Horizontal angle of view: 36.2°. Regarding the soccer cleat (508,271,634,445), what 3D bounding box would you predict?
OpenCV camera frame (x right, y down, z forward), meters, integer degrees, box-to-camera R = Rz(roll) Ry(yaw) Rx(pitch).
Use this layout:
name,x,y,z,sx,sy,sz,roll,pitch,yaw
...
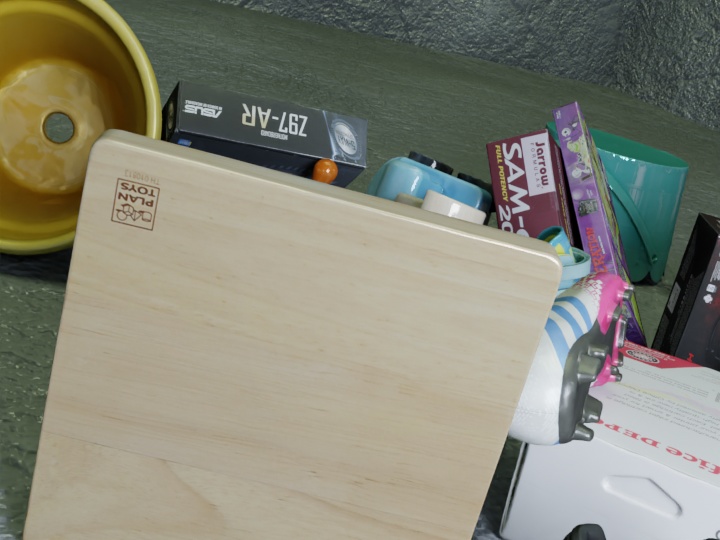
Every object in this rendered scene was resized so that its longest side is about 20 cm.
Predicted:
name,x,y,z,sx,sy,sz,roll,pitch,yaw
soccer cleat,0.102,0.039,0.618,0.085,0.071,0.200,9,13,19

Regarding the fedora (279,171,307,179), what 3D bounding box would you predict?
name,x,y,z,sx,sy,sz,roll,pitch,yaw
fedora,-0.065,0.039,0.618,0.177,0.199,0.091,42,40,-21

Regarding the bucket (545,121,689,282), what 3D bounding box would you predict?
name,x,y,z,sx,sy,sz,roll,pitch,yaw
bucket,0.284,-0.086,1.309,0.204,0.137,0.208,13,16,-4

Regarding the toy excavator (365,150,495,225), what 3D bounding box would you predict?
name,x,y,z,sx,sy,sz,roll,pitch,yaw
toy excavator,0.058,-0.050,0.993,0.193,0.101,0.199,26,7,36

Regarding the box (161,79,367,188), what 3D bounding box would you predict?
name,x,y,z,sx,sy,sz,roll,pitch,yaw
box,-0.103,-0.085,0.933,0.158,0.044,0.200,9,-20,-23

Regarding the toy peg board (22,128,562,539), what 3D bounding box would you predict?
name,x,y,z,sx,sy,sz,roll,pitch,yaw
toy peg board,-0.035,0.045,0.516,0.197,0.202,0.098,14,20,-5

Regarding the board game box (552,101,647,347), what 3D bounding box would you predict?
name,x,y,z,sx,sy,sz,roll,pitch,yaw
board game box,0.217,-0.038,0.997,0.032,0.203,0.120,-14,-31,14

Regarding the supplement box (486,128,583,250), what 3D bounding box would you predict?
name,x,y,z,sx,sy,sz,roll,pitch,yaw
supplement box,0.176,-0.048,1.029,0.060,0.111,0.200,-12,-14,19

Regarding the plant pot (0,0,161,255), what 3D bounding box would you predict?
name,x,y,z,sx,sy,sz,roll,pitch,yaw
plant pot,-0.253,-0.119,0.876,0.197,0.204,0.189,13,2,-8

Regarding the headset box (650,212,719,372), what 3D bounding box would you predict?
name,x,y,z,sx,sy,sz,roll,pitch,yaw
headset box,0.361,0.055,0.928,0.197,0.151,0.077,16,18,0

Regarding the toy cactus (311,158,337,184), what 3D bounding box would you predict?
name,x,y,z,sx,sy,sz,roll,pitch,yaw
toy cactus,0.000,0.000,0.876,0.165,0.103,0.200,42,4,21

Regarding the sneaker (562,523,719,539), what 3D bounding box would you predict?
name,x,y,z,sx,sy,sz,roll,pitch,yaw
sneaker,0.161,0.174,0.470,0.198,0.101,0.069,22,21,21

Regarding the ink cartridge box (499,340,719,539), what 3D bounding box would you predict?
name,x,y,z,sx,sy,sz,roll,pitch,yaw
ink cartridge box,0.186,0.120,0.680,0.146,0.087,0.199,20,20,21

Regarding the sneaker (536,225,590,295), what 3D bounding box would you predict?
name,x,y,z,sx,sy,sz,roll,pitch,yaw
sneaker,0.170,0.042,0.830,0.197,0.133,0.080,16,16,-1
